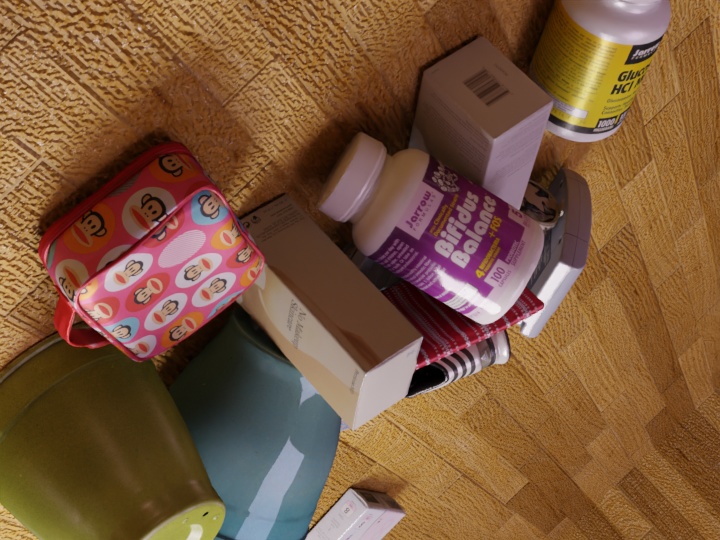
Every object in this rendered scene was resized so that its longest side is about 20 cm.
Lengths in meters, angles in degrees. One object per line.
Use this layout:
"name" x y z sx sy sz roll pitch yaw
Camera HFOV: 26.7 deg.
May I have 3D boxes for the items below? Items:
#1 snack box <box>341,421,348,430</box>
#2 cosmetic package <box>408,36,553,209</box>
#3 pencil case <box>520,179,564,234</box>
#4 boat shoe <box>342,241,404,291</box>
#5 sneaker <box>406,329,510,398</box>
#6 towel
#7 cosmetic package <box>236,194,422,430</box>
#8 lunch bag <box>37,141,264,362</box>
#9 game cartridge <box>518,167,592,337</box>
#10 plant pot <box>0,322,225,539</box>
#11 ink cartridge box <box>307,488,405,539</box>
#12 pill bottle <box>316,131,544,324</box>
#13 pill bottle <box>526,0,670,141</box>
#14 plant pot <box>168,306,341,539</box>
"snack box" 0.010 0.124 1.851 0.072 0.024 0.200 -11 141 -53
"cosmetic package" 0.109 -0.116 1.497 0.085 0.108 0.200 -34 157 -25
"pencil case" 0.159 -0.016 1.780 0.089 0.078 0.201 16 125 -23
"boat shoe" 0.000 0.000 1.576 0.073 0.067 0.200 13 123 -38
"sneaker" 0.052 0.067 1.544 0.115 0.200 0.076 -23 112 -24
"towel" 0.065 0.043 1.501 0.199 0.145 0.023 -24 122 -9
"cosmetic package" -0.038 0.038 1.400 0.071 0.200 0.105 -31 152 -28
"lunch bag" -0.178 -0.001 1.258 0.176 0.082 0.200 -40 157 -7
"game cartridge" 0.228 -0.029 1.787 0.133 0.041 0.201 -56 -167 35
"plant pot" -0.225 0.182 1.353 0.200 0.193 0.201 -35 155 -19
"ink cartridge box" -0.038 0.409 2.235 0.200 0.057 0.162 -51 157 5
"pill bottle" 0.063 -0.044 1.417 0.113 0.199 0.112 -56 -169 18
"pill bottle" 0.239 -0.233 1.499 0.112 0.112 0.201 -28 153 -32
"plant pot" -0.103 0.146 1.511 0.200 0.200 0.189 1 119 -59
